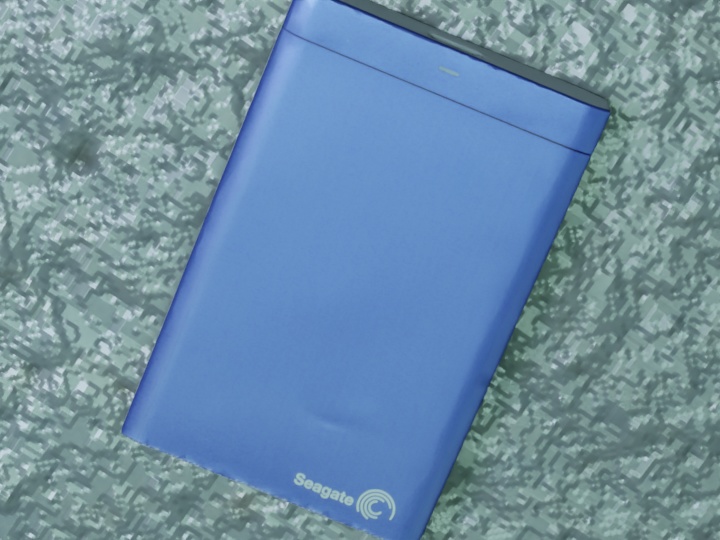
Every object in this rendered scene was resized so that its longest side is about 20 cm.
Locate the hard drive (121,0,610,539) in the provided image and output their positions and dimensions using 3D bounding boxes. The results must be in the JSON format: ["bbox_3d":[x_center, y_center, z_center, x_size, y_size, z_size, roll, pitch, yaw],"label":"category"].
[{"bbox_3d":[0.000,0.000,1.034,0.131,0.025,0.201,22,108,-5],"label":"hard drive"}]
